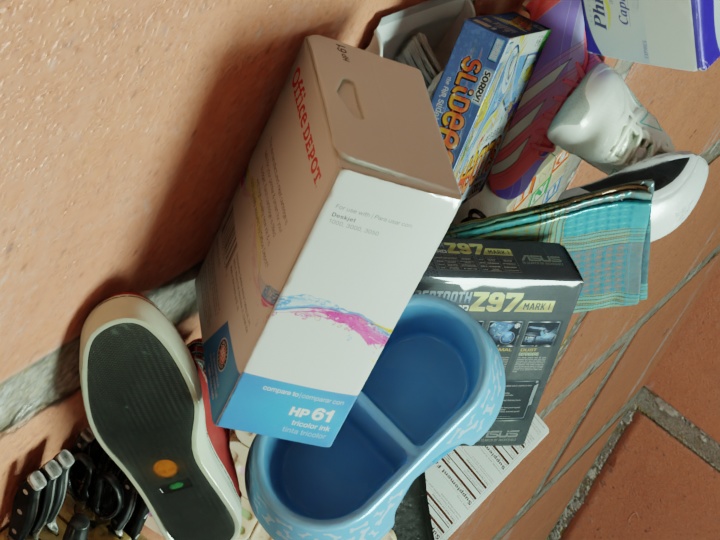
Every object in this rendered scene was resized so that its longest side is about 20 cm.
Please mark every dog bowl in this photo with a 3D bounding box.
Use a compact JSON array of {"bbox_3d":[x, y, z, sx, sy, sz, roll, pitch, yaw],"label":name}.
[{"bbox_3d":[0.009,0.096,1.113,0.200,0.111,0.050,-43,164,-11],"label":"dog bowl"}]

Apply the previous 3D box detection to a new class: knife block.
[{"bbox_3d":[-0.211,0.202,1.135,0.201,0.064,0.176,-52,163,0],"label":"knife block"}]

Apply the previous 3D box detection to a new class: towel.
[{"bbox_3d":[0.122,0.001,1.272,0.198,0.022,0.147,-13,145,-2],"label":"towel"}]

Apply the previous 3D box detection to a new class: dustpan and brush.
[{"bbox_3d":[0.024,-0.087,1.188,0.139,0.057,0.201,-30,152,-55],"label":"dustpan and brush"}]

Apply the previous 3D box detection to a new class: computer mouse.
[{"bbox_3d":[0.177,-0.035,1.296,0.198,0.044,0.110,-20,146,1],"label":"computer mouse"}]

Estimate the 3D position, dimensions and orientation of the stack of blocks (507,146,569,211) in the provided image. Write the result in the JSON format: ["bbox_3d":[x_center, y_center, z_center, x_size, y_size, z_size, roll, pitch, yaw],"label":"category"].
[{"bbox_3d":[0.099,-0.042,1.499,0.200,0.058,0.116,-45,162,-26],"label":"stack of blocks"}]

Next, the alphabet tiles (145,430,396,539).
[{"bbox_3d":[-0.076,0.186,1.241,0.201,0.194,0.015,-61,173,31],"label":"alphabet tiles"}]

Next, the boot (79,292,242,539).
[{"bbox_3d":[-0.126,0.064,1.099,0.145,0.072,0.201,-93,169,-50],"label":"boot"}]

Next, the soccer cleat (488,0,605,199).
[{"bbox_3d":[0.150,-0.144,1.324,0.067,0.076,0.202,-19,128,-60],"label":"soccer cleat"}]

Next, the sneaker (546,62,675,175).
[{"bbox_3d":[0.203,-0.105,1.314,0.071,0.080,0.200,-53,161,11],"label":"sneaker"}]

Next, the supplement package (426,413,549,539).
[{"bbox_3d":[0.027,0.184,1.544,0.200,0.147,0.191,-39,175,-39],"label":"supplement package"}]

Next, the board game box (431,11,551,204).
[{"bbox_3d":[0.080,-0.111,1.197,0.137,0.034,0.200,-67,171,15],"label":"board game box"}]

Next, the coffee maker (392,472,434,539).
[{"bbox_3d":[0.006,0.172,1.355,0.191,0.134,0.203,-5,89,-43],"label":"coffee maker"}]

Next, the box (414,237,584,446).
[{"bbox_3d":[0.045,0.053,1.225,0.198,0.051,0.159,1,127,-20],"label":"box"}]

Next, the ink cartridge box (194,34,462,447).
[{"bbox_3d":[-0.025,-0.018,1.031,0.145,0.084,0.201,-104,-147,-51],"label":"ink cartridge box"}]

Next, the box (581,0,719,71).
[{"bbox_3d":[0.246,-0.273,1.221,0.200,0.104,0.185,-42,134,-33],"label":"box"}]

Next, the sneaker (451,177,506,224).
[{"bbox_3d":[0.072,-0.022,1.384,0.075,0.088,0.203,-21,107,-57],"label":"sneaker"}]
